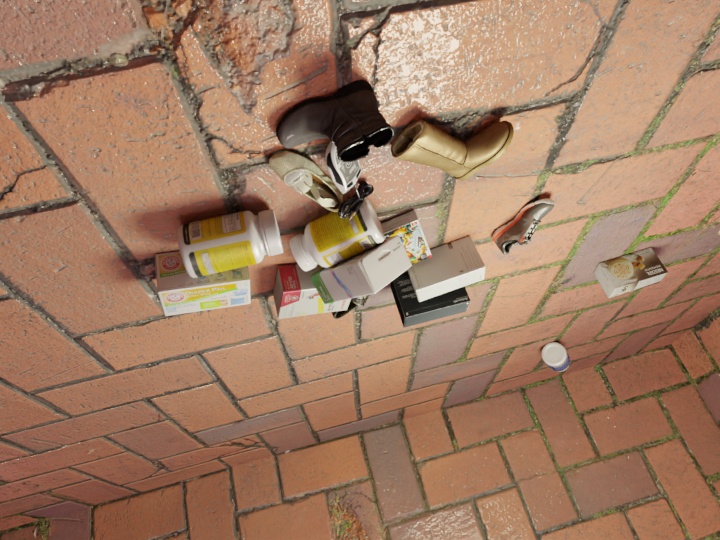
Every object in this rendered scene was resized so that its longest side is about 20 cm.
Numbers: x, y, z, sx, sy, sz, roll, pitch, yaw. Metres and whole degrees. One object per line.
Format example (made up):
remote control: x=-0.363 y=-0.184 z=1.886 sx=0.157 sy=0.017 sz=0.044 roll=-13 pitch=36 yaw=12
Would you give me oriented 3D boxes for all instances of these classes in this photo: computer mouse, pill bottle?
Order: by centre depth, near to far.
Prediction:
computer mouse: x=-0.031 y=-0.198 z=1.030 sx=0.110 sy=0.044 sz=0.201 roll=-53 pitch=148 yaw=-24
pill bottle: x=-0.270 y=-0.061 z=1.079 sx=0.198 sy=0.115 sz=0.115 roll=-13 pitch=150 yaw=-7
pill bottle: x=-0.054 y=-0.077 z=1.166 sx=0.199 sy=0.113 sz=0.112 roll=-24 pitch=149 yaw=11
pill bottle: x=0.961 y=0.429 z=2.512 sx=0.115 sy=0.116 sz=0.200 roll=-28 pitch=148 yaw=17

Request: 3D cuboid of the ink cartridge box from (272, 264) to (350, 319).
ink cartridge box: x=-0.123 y=0.050 z=1.366 sx=0.198 sy=0.084 sz=0.146 roll=-6 pitch=149 yaw=-19

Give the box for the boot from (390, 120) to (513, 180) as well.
boot: x=0.189 y=-0.261 z=1.041 sx=0.199 sy=0.067 sz=0.175 roll=12 pitch=139 yaw=-38

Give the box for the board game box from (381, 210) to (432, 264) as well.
board game box: x=0.107 y=-0.070 z=1.337 sx=0.125 sy=0.035 sz=0.200 roll=-22 pitch=149 yaw=8

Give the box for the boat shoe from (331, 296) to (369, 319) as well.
boat shoe: x=-0.007 y=0.076 z=1.486 sx=0.200 sy=0.065 sz=0.073 roll=-36 pitch=143 yaw=27

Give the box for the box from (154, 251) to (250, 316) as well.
box: x=-0.359 y=0.022 z=1.179 sx=0.198 sy=0.102 sz=0.113 roll=-8 pitch=149 yaw=-16

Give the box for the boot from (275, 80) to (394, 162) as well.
boot: x=-0.050 y=-0.238 z=0.886 sx=0.199 sy=0.132 sz=0.070 roll=-25 pitch=150 yaw=13

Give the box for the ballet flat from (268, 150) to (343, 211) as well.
ballet flat: x=-0.098 y=-0.175 z=1.033 sx=0.067 sy=0.063 sz=0.199 roll=-34 pitch=146 yaw=26

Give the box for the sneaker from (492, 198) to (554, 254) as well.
sneaker: x=0.455 y=-0.113 z=1.400 sx=0.077 sy=0.082 sz=0.200 roll=9 pitch=141 yaw=-37

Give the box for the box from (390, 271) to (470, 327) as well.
box: x=0.202 y=0.069 z=1.509 sx=0.198 sy=0.142 sz=0.079 roll=-13 pitch=149 yaw=-6

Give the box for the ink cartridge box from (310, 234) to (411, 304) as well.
ink cartridge box: x=0.000 y=0.000 z=1.211 sx=0.145 sy=0.084 sz=0.199 roll=-35 pitch=-168 yaw=-38

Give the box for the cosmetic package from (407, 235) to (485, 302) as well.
cosmetic package: x=0.235 y=-0.004 z=1.438 sx=0.199 sy=0.113 sz=0.081 roll=-20 pitch=150 yaw=0

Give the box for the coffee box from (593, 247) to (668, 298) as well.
coffee box: x=0.959 y=0.009 z=1.828 sx=0.198 sy=0.115 sz=0.080 roll=-16 pitch=150 yaw=-1
